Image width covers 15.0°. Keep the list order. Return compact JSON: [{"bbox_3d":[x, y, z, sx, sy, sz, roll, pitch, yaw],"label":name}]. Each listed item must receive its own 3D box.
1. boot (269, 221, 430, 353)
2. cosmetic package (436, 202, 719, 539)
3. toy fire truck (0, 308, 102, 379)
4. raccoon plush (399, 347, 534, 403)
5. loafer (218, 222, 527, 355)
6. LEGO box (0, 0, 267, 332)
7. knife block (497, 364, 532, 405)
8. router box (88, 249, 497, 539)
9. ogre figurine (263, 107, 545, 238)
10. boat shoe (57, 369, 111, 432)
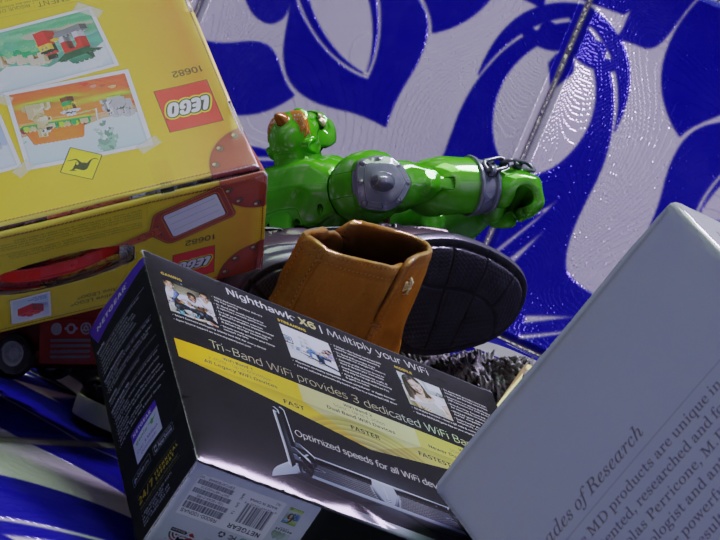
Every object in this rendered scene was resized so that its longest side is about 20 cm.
[{"bbox_3d":[0.001,0.050,1.369,0.071,0.144,0.201,33,9,26],"label":"boot"},{"bbox_3d":[0.176,0.110,1.122,0.167,0.167,0.200,20,24,-46],"label":"cosmetic package"},{"bbox_3d":[-0.165,-0.017,1.361,0.199,0.142,0.049,-1,-5,21],"label":"toy fire truck"},{"bbox_3d":[-0.002,0.062,1.488,0.199,0.097,0.134,18,-12,-32],"label":"raccoon plush"},{"bbox_3d":[0.000,0.000,1.435,0.199,0.072,0.063,2,29,-40],"label":"loafer"},{"bbox_3d":[-0.161,-0.055,1.290,0.199,0.077,0.149,-13,54,-14],"label":"LEGO box"},{"bbox_3d":[0.084,0.146,1.435,0.064,0.176,0.200,23,48,17],"label":"knife block"},{"bbox_3d":[-0.013,0.085,1.202,0.199,0.052,0.157,23,25,-26],"label":"router box"},{"bbox_3d":[-0.009,-0.034,1.512,0.199,0.099,0.120,14,2,36],"label":"ogre figurine"},{"bbox_3d":[-0.125,0.042,1.458,0.074,0.066,0.199,21,3,-8],"label":"boat shoe"}]
